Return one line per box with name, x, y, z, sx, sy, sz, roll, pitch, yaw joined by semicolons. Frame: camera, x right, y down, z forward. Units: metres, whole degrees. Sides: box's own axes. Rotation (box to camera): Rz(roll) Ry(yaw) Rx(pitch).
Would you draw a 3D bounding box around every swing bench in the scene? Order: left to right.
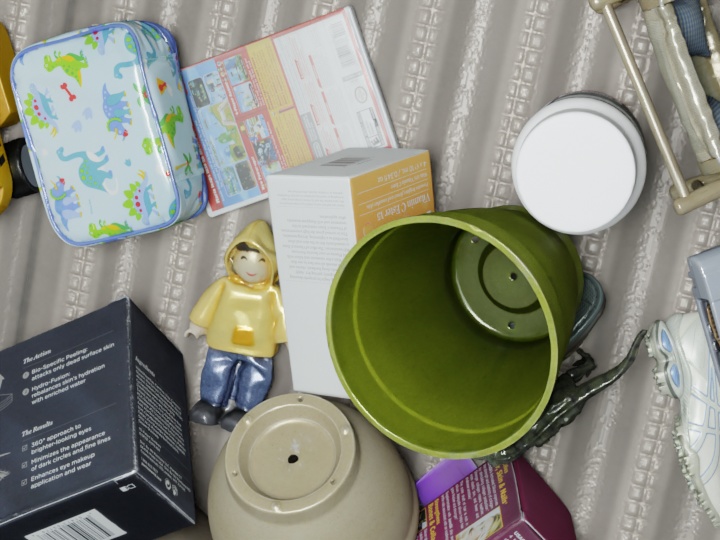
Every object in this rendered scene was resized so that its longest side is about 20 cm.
swing bench;0.324;-0.181;1.225;0.199;0.130;0.200;-23;94;13

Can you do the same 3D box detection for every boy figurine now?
boy figurine;-0.107;0.053;1.384;0.123;0.064;0.202;17;105;11

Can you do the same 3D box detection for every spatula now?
spatula;0.033;0.247;1.409;0.199;0.021;0.057;-34;103;16

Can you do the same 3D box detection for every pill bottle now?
pill bottle;0.188;-0.092;1.229;0.113;0.200;0.115;2;100;11

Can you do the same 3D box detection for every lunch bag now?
lunch bag;-0.239;-0.130;1.361;0.159;0.082;0.202;-12;98;23

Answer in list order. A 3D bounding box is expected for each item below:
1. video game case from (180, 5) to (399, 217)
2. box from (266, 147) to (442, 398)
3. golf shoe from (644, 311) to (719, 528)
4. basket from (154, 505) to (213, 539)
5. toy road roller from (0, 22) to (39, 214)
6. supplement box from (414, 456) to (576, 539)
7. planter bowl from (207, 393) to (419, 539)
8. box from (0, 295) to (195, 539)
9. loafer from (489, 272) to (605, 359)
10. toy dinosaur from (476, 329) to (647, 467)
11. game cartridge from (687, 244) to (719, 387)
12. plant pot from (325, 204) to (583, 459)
video game case;-0.077;-0.149;1.366;0.198;0.017;0.144;-18;96;13
box;0.000;0.000;1.298;0.097;0.124;0.202;5;108;37
golf shoe;0.326;0.133;1.308;0.096;0.078;0.202;-15;97;7
basket;-0.158;0.315;1.396;0.200;0.180;0.136;44;101;13
toy road roller;-0.394;-0.137;1.364;0.122;0.146;0.202;-13;97;12
supplement box;0.098;0.282;1.339;0.199;0.131;0.103;-38;107;15
planter bowl;-0.053;0.195;1.308;0.198;0.135;0.202;-6;54;8
box;-0.270;0.163;1.355;0.195;0.118;0.201;-22;50;14
loafer;0.149;0.076;1.348;0.200;0.063;0.072;-39;59;11
toy dinosaur;0.190;0.116;1.322;0.200;0.088;0.048;-42;90;14
game cartridge;0.376;0.063;1.278;0.132;0.042;0.202;-19;95;-9
plant pot;0.101;0.028;1.218;0.199;0.193;0.202;8;110;24
